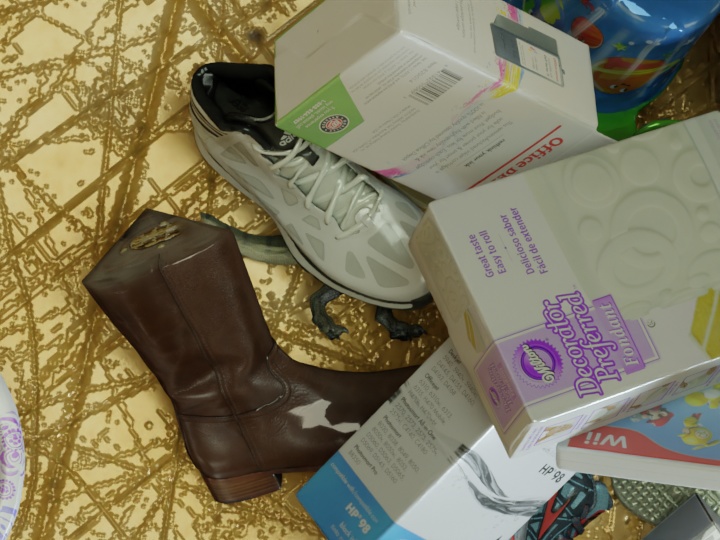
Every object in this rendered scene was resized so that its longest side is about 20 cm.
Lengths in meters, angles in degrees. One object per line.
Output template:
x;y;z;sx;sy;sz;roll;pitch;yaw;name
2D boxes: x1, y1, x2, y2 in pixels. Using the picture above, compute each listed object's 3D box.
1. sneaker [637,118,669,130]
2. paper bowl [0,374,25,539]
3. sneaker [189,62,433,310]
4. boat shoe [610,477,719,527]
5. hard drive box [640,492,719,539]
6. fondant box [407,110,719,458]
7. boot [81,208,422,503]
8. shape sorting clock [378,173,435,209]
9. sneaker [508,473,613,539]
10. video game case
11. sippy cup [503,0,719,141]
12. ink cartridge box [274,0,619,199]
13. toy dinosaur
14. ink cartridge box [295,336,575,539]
0.224;-0.003;1.626;0.073;0.082;0.201;-15;91;-10;sneaker
-0.304;0.114;1.499;0.200;0.104;0.201;0;90;-12;paper bowl
-0.033;-0.054;1.522;0.200;0.115;0.076;39;84;14;sneaker
0.264;0.140;1.646;0.199;0.062;0.075;1;94;3;boat shoe
0.194;0.270;1.595;0.200;0.077;0.156;-40;98;6;hard drive box
0.148;0.006;1.446;0.199;0.058;0.145;-19;71;-20;fondant box
-0.051;0.036;1.522;0.186;0.064;0.200;-23;119;4;boot
0.076;-0.127;1.608;0.199;0.039;0.201;3;80;-16;shape sorting clock
0.118;0.157;1.604;0.095;0.079;0.201;11;87;-14;sneaker
0.208;0.061;1.490;0.142;0.200;0.017;6;126;17;video game case
0.162;-0.174;1.552;0.178;0.130;0.140;46;67;-2;sippy cup
0.060;-0.103;1.494;0.200;0.117;0.068;23;49;-34;ink cartridge box
0.000;0.000;1.597;0.199;0.047;0.088;-5;76;-12;toy dinosaur
0.072;0.102;1.509;0.200;0.116;0.067;-46;54;8;ink cartridge box
